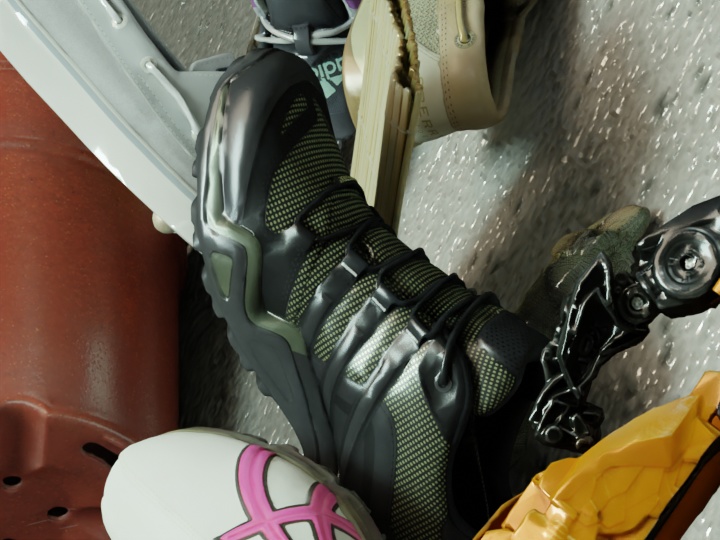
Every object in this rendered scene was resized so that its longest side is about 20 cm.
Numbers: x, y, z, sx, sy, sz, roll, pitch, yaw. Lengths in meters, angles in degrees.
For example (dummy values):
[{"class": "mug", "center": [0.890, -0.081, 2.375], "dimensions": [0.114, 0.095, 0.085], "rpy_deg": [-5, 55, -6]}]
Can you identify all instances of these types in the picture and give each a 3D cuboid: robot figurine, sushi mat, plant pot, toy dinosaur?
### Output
[{"class": "robot figurine", "center": [0.087, 0.079, 0.693], "dimensions": [0.145, 0.058, 0.200], "rpy_deg": [37, 91, 28]}, {"class": "sushi mat", "center": [0.000, 0.000, 0.973], "dimensions": [0.096, 0.012, 0.201], "rpy_deg": [-97, 13, -60]}, {"class": "plant pot", "center": [-0.162, 0.040, 1.234], "dimensions": [0.201, 0.200, 0.196], "rpy_deg": [-50, 35, 34]}, {"class": "toy dinosaur", "center": [0.032, 0.058, 0.939], "dimensions": [0.201, 0.047, 0.088], "rpy_deg": [-67, 28, 7]}]

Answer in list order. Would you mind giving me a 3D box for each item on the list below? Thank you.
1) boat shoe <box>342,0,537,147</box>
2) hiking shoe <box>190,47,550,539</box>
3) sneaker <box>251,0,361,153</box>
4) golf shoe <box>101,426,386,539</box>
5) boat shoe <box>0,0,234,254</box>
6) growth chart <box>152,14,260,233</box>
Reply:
[{"class": "boat shoe", "center": [0.050, -0.126, 1.067], "dimensions": [0.065, 0.072, 0.201], "rpy_deg": [-4, 44, 26]}, {"class": "hiking shoe", "center": [0.015, 0.019, 0.878], "dimensions": [0.100, 0.201, 0.076], "rpy_deg": [-16, 2, 26]}, {"class": "sneaker", "center": [-0.019, -0.106, 1.092], "dimensions": [0.077, 0.200, 0.141], "rpy_deg": [3, 89, 24]}, {"class": "golf shoe", "center": [-0.028, 0.110, 0.806], "dimensions": [0.200, 0.092, 0.073], "rpy_deg": [41, 119, 41]}, {"class": "boat shoe", "center": [-0.076, -0.065, 1.144], "dimensions": [0.069, 0.200, 0.072], "rpy_deg": [-45, -7, 3]}, {"class": "growth chart", "center": [-0.039, -0.108, 1.241], "dimensions": [0.145, 0.018, 0.201], "rpy_deg": [-7, -57, -85]}]
